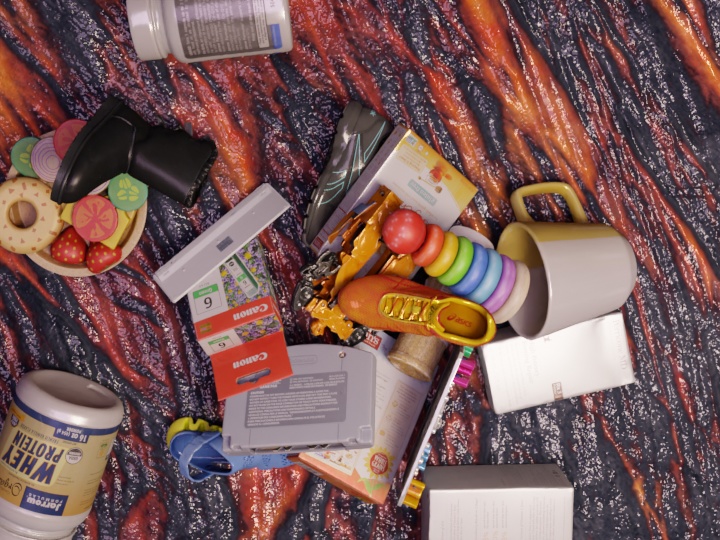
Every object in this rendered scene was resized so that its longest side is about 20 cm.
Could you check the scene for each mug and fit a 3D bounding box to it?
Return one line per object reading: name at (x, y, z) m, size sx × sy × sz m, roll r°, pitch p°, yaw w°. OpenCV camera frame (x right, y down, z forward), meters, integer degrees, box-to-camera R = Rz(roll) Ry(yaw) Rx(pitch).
mug at (0.274, -0.015, 1.241) m, size 0.150 × 0.149 × 0.191 m, roll -9°, pitch 103°, yaw -17°

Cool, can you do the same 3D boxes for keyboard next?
keyboard at (-0.182, -0.039, 1.249) m, size 0.199 × 0.011 × 0.056 m, roll -41°, pitch 64°, yaw -11°

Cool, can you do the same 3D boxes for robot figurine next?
robot figurine at (0.000, 0.000, 1.205) m, size 0.145 × 0.058 × 0.201 m, roll 40°, pitch 92°, yaw -31°

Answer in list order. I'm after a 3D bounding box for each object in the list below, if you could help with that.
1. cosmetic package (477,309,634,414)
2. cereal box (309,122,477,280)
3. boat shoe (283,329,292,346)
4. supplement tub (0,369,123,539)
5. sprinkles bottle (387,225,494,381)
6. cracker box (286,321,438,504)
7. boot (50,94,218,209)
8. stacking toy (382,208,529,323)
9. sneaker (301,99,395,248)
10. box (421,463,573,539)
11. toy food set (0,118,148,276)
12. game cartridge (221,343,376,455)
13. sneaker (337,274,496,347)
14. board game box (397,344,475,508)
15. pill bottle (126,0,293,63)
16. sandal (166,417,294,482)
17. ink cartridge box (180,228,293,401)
cosmetic package at (0.263, 0.119, 1.294) m, size 0.196 × 0.074 × 0.104 m, roll -14°, pitch 98°, yaw 1°
cereal box at (0.045, -0.069, 1.253) m, size 0.143 × 0.040 × 0.201 m, roll 34°, pitch 95°, yaw -32°
boat shoe at (-0.124, 0.140, 1.281) m, size 0.085 × 0.075 × 0.205 m, roll -24°, pitch 96°, yaw 1°
supplement tub at (-0.407, 0.249, 1.250) m, size 0.142 × 0.144 × 0.204 m, roll 20°, pitch 96°, yaw -5°
sprinkles bottle at (0.106, 0.043, 1.247) m, size 0.067 × 0.068 × 0.203 m, roll 29°, pitch 74°, yaw -6°
cracker box at (0.005, 0.185, 1.252) m, size 0.133 × 0.058 × 0.203 m, roll 31°, pitch 69°, yaw -14°
boot at (-0.276, -0.126, 1.190) m, size 0.160 × 0.200 × 0.074 m, roll 27°, pitch 134°, yaw -9°
stacking toy at (0.110, -0.011, 1.171) m, size 0.198 × 0.085 × 0.086 m, roll 27°, pitch 96°, yaw -22°
sneaker at (-0.019, -0.119, 1.252) m, size 0.078 × 0.075 × 0.203 m, roll 22°, pitch 96°, yaw -7°
box at (0.184, 0.343, 1.307) m, size 0.195 × 0.098 × 0.127 m, roll 0°, pitch 98°, yaw -3°
toy food set at (-0.379, -0.093, 1.255) m, size 0.198 × 0.049 × 0.200 m, roll 29°, pitch 95°, yaw -5°
game cartridge at (-0.075, 0.160, 1.195) m, size 0.196 × 0.041 × 0.136 m, roll -5°, pitch 64°, yaw 15°
sneaker at (0.069, 0.043, 1.142) m, size 0.195 × 0.077 × 0.075 m, roll 9°, pitch 83°, yaw 5°
board game box at (0.102, 0.188, 1.231) m, size 0.025 × 0.200 × 0.204 m, roll 22°, pitch 96°, yaw 5°
pill bottle at (-0.188, -0.324, 1.199) m, size 0.195 × 0.114 × 0.117 m, roll -6°, pitch 98°, yaw -2°
sandal at (-0.168, 0.247, 1.283) m, size 0.195 × 0.087 × 0.081 m, roll -4°, pitch 111°, yaw -1°
ink cartridge box at (-0.161, 0.054, 1.225) m, size 0.107 × 0.051 × 0.203 m, roll -18°, pitch 58°, yaw 1°
